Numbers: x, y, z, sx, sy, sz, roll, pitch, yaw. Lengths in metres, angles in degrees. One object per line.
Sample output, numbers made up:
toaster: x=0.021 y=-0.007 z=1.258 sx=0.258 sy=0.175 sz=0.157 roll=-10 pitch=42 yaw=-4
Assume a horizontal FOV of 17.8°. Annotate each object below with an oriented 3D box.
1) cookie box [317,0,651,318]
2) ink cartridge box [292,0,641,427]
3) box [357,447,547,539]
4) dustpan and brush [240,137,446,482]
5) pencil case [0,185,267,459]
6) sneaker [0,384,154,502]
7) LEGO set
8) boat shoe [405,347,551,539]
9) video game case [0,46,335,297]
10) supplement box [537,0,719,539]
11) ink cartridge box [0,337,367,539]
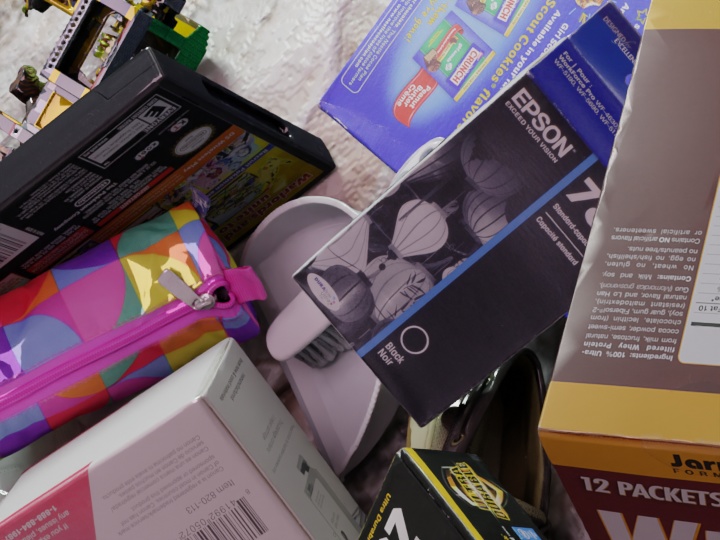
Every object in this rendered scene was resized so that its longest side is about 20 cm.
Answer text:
cookie box: x=0.104 y=-0.087 z=1.156 sx=0.200 sy=0.075 sz=0.172 roll=42 pitch=100 yaw=32
ink cartridge box: x=0.071 y=-0.024 z=1.069 sx=0.200 sy=0.039 sz=0.100 roll=-42 pitch=90 yaw=22
box: x=0.034 y=0.203 z=0.997 sx=0.160 sy=0.049 sz=0.201 roll=51 pitch=125 yaw=48
dustpan and brush: x=0.000 y=0.000 z=1.164 sx=0.200 sy=0.057 sz=0.140 roll=-46 pitch=58 yaw=34
pencil case: x=-0.148 y=0.036 z=1.191 sx=0.199 sy=0.089 sz=0.089 roll=-27 pitch=62 yaw=-3
sneaker: x=-0.163 y=0.101 z=1.271 sx=0.199 sy=0.074 sz=0.116 roll=9 pitch=61 yaw=42
LEGO set: x=-0.186 y=-0.099 z=1.282 sx=0.115 sy=0.154 sz=0.201 roll=31 pitch=100 yaw=15
boat shoe: x=0.057 y=0.124 z=1.099 sx=0.065 sy=0.073 sz=0.201 roll=-35 pitch=44 yaw=43
video game case: x=-0.134 y=-0.027 z=1.214 sx=0.199 sy=0.180 sz=0.026 roll=-36 pitch=64 yaw=16
supplement box: x=0.176 y=0.032 z=0.892 sx=0.132 sy=0.198 sz=0.201 roll=4 pitch=57 yaw=25
ink cartridge box: x=-0.067 y=0.159 z=1.124 sx=0.146 sy=0.083 sz=0.201 roll=-33 pitch=101 yaw=18
